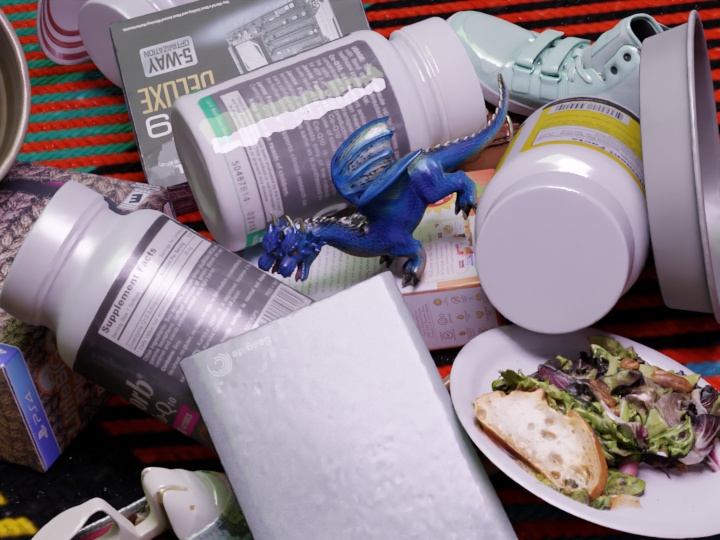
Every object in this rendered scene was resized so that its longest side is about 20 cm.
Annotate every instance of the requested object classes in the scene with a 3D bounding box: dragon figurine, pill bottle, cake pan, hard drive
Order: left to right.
[{"bbox_3d":[-0.120,0.032,1.255,0.199,0.117,0.117,29,46,1],"label":"pill bottle"},{"bbox_3d":[-0.140,-0.240,1.677,0.119,0.120,0.200,19,48,37],"label":"pill bottle"},{"bbox_3d":[-0.021,-0.098,1.367,0.199,0.114,0.113,-22,37,-12],"label":"pill bottle"},{"bbox_3d":[-0.005,0.116,1.156,0.139,0.033,0.201,-23,71,-7],"label":"hard drive"},{"bbox_3d":[0.021,-0.058,1.279,0.200,0.099,0.059,-49,40,4],"label":"dragon figurine"},{"bbox_3d":[0.135,-0.037,1.279,0.114,0.115,0.200,-3,18,14],"label":"pill bottle"},{"bbox_3d":[0.208,-0.064,1.266,0.037,0.201,0.201,-5,38,14],"label":"cake pan"}]

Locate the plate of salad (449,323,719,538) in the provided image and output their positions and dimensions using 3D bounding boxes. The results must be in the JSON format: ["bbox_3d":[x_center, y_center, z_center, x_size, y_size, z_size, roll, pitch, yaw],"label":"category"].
[{"bbox_3d":[0.151,0.083,1.170,0.199,0.048,0.200,13,31,-8],"label":"plate of salad"}]

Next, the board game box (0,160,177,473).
[{"bbox_3d":[-0.238,0.026,1.386,0.159,0.097,0.200,10,43,29],"label":"board game box"}]

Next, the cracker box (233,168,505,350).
[{"bbox_3d":[0.000,0.000,1.372,0.199,0.058,0.134,-6,36,9],"label":"cracker box"}]

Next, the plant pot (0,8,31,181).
[{"bbox_3d":[-0.355,-0.108,1.417,0.200,0.200,0.173,-40,5,-30],"label":"plant pot"}]

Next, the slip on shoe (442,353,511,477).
[{"bbox_3d":[0.024,0.122,1.203,0.199,0.061,0.076,-31,40,-21],"label":"slip on shoe"}]

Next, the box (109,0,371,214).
[{"bbox_3d":[-0.082,-0.142,1.539,0.199,0.050,0.158,-15,64,-1],"label":"box"}]

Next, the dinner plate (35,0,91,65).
[{"bbox_3d":[-0.213,-0.265,1.675,0.024,0.201,0.200,33,54,15],"label":"dinner plate"}]

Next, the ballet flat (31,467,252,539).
[{"bbox_3d":[-0.139,0.162,1.198,0.199,0.071,0.069,-26,35,-15],"label":"ballet flat"}]

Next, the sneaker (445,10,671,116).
[{"bbox_3d":[0.156,-0.159,1.412,0.200,0.118,0.074,29,50,9],"label":"sneaker"}]

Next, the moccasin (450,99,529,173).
[{"bbox_3d":[0.066,-0.104,1.465,0.200,0.078,0.074,-19,36,-7],"label":"moccasin"}]
